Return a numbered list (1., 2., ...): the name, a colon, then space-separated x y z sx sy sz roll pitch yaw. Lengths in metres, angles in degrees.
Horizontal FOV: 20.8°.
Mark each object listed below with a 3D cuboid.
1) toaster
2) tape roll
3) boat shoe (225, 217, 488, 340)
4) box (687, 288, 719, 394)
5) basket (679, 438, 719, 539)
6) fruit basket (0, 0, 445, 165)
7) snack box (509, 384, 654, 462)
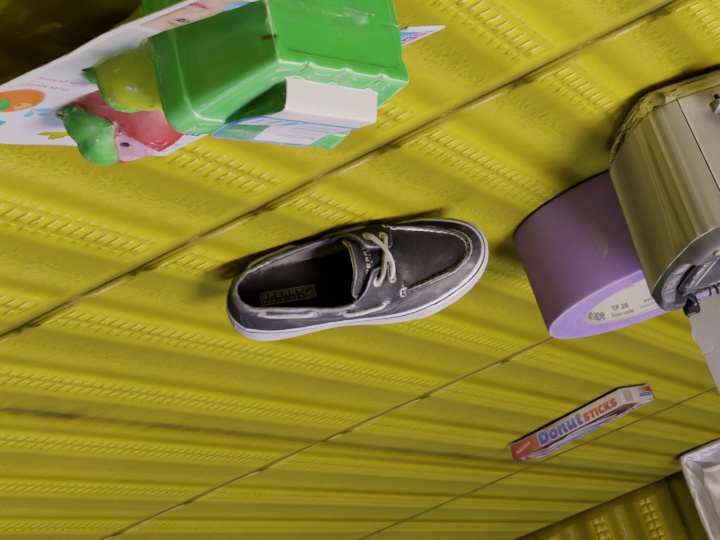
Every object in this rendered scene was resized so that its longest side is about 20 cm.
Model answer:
1. toaster: 0.249 -0.058 1.405 0.113 0.130 0.200 -17 164 -9
2. tape roll: 0.230 -0.022 1.597 0.198 0.086 0.200 -20 166 -5
3. boat shoe: 0.000 0.000 1.413 0.198 0.072 0.068 -11 165 -8
4. box: 0.381 0.021 1.719 0.096 0.202 0.176 -5 158 -45
5. basket: 0.675 0.382 3.375 0.197 0.202 0.161 -22 167 8
6. fruit basket: -0.083 -0.086 0.950 0.199 0.095 0.185 -26 165 32
7. snack box: 0.288 0.199 2.561 0.199 0.025 0.072 -33 162 38
